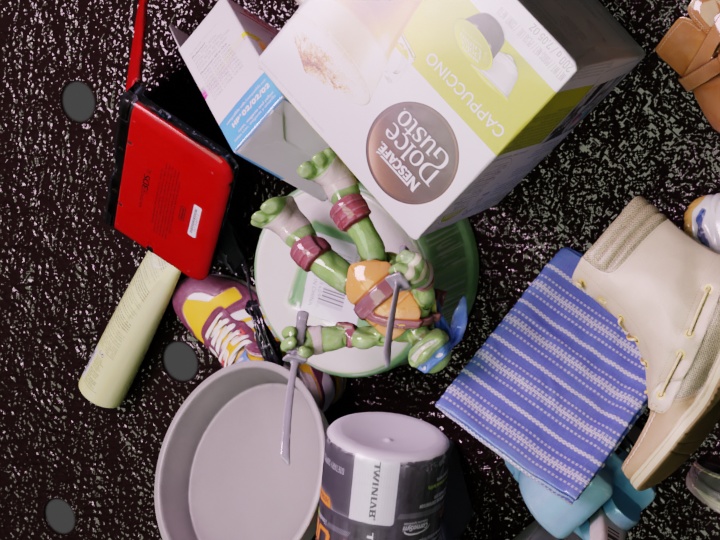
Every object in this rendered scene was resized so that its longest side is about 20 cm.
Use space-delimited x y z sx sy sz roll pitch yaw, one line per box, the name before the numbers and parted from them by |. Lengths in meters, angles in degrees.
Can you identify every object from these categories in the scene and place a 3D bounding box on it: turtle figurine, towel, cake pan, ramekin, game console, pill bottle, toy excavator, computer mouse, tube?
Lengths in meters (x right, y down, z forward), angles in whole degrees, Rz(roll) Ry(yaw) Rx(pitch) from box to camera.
turtle figurine | -0.015 0.011 1.208 0.195 0.199 0.144 55 152 13
towel | 0.177 0.082 1.268 0.144 0.200 0.024 34 154 15
cake pan | -0.100 0.182 1.341 0.199 0.037 0.202 -15 64 33
ramekin | 0.000 0.000 1.365 0.198 0.098 0.202 6 104 23
game console | -0.170 -0.118 1.379 0.171 0.119 0.201 32 148 6
pill bottle | 0.014 0.229 1.257 0.105 0.106 0.202 12 106 22
toy excavator | 0.199 0.209 1.267 0.194 0.200 0.100 42 116 -5
computer mouse | -0.117 0.010 1.411 0.034 0.059 0.201 -23 61 1
tube | -0.222 0.047 1.505 0.058 0.052 0.201 35 114 15

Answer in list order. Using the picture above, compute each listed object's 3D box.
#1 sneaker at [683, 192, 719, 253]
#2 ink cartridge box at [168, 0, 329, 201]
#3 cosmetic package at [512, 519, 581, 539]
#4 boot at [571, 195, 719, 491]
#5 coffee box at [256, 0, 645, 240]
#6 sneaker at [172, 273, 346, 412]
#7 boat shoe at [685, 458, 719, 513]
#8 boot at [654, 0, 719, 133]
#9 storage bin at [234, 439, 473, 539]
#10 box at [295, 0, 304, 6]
sneaker | 0.326 0.034 1.236 0.087 0.075 0.202 -9 98 26
ink cartridge box | -0.083 -0.163 1.317 0.068 0.115 0.201 -46 45 17
cosmetic package | 0.117 0.346 1.333 0.123 0.200 0.199 47 117 8
boot | 0.229 0.059 1.211 0.155 0.073 0.201 36 109 24
coffee box | 0.077 -0.174 1.233 0.200 0.200 0.198 48 116 9
sneaker | -0.109 0.070 1.437 0.199 0.090 0.075 31 113 15
boat shoe | 0.374 0.185 1.257 0.198 0.074 0.074 15 98 12
boot | 0.343 -0.191 1.187 0.155 0.076 0.200 48 123 13
storage bin | 0.010 0.233 1.394 0.198 0.134 0.147 -12 96 27
box | -0.041 -0.329 1.297 0.128 0.109 0.200 -46 77 25
